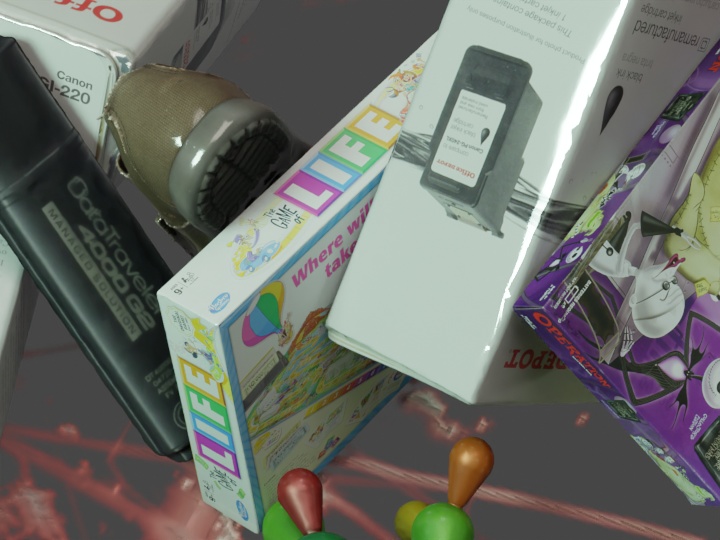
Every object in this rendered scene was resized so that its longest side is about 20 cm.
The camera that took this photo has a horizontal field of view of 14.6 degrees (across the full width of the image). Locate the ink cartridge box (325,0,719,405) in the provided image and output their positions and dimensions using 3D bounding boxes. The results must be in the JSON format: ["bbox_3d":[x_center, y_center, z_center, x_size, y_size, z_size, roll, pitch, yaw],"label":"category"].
[{"bbox_3d":[0.084,-0.046,1.176,0.083,0.201,0.145,27,12,29],"label":"ink cartridge box"}]

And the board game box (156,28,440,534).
[{"bbox_3d":[0.000,0.000,1.203,0.034,0.135,0.200,28,56,29],"label":"board game box"}]

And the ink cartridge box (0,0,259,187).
[{"bbox_3d":[-0.137,-0.131,1.280,0.145,0.085,0.200,20,35,9],"label":"ink cartridge box"}]

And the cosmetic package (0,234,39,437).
[{"bbox_3d":[-0.201,0.053,1.186,0.101,0.071,0.201,11,55,1],"label":"cosmetic package"}]

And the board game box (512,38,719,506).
[{"bbox_3d":[0.161,-0.018,1.142,0.120,0.032,0.200,47,69,-23],"label":"board game box"}]

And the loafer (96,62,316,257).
[{"bbox_3d":[-0.061,-0.047,1.193,0.071,0.200,0.073,38,81,14],"label":"loafer"}]

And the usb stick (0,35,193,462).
[{"bbox_3d":[-0.117,-0.009,1.191,0.055,0.033,0.200,-42,109,-28],"label":"usb stick"}]

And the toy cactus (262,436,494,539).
[{"bbox_3d":[0.024,0.136,1.110,0.200,0.102,0.165,40,19,30],"label":"toy cactus"}]
